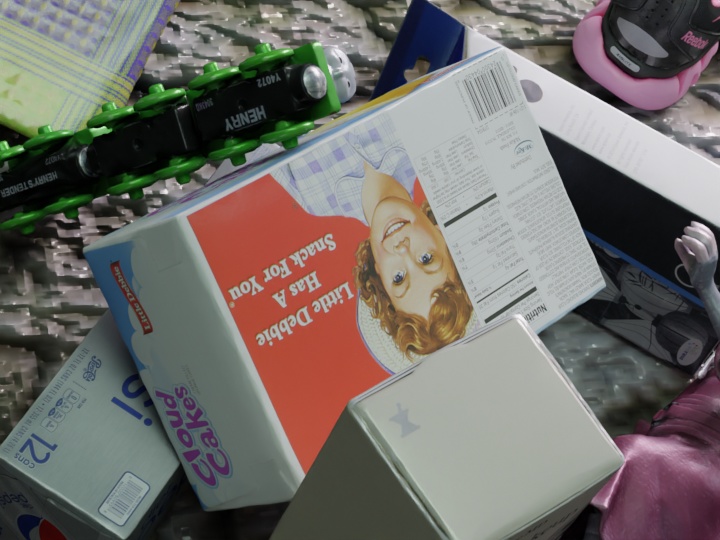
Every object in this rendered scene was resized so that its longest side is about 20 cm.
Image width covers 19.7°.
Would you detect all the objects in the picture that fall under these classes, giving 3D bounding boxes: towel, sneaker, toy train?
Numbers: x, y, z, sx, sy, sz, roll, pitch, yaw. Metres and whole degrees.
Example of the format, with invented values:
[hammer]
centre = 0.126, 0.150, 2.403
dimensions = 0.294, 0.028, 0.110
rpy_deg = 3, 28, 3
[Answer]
[towel]
centre = -0.147, -0.157, 0.973
dimensions = 0.143, 0.023, 0.201
rpy_deg = 25, 65, -6
[sneaker]
centre = 0.187, -0.169, 1.066
dimensions = 0.079, 0.096, 0.200
rpy_deg = 33, 53, 8
[toy train]
centre = -0.081, -0.055, 0.858
dimensions = 0.056, 0.199, 0.042
rpy_deg = -21, 94, -50

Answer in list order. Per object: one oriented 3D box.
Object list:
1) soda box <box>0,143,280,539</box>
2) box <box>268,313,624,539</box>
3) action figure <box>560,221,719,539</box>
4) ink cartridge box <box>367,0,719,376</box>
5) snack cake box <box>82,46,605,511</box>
[soda box]
centre = -0.076, 0.037, 0.865
dimensions = 0.063, 0.068, 0.200
rpy_deg = 32, 54, 4
[box]
centre = 0.016, 0.104, 0.768
dimensions = 0.082, 0.200, 0.069
rpy_deg = -27, 71, -29
[action figure]
centre = 0.145, 0.083, 0.864
dimensions = 0.149, 0.134, 0.200
rpy_deg = 41, 58, 11
[ink cartridge box]
centre = 0.089, -0.037, 0.945
dimensions = 0.199, 0.100, 0.039
rpy_deg = 30, 53, 5
[snack cake box]
centre = 0.000, 0.000, 0.838
dimensions = 0.199, 0.067, 0.116
rpy_deg = -30, 100, -41
